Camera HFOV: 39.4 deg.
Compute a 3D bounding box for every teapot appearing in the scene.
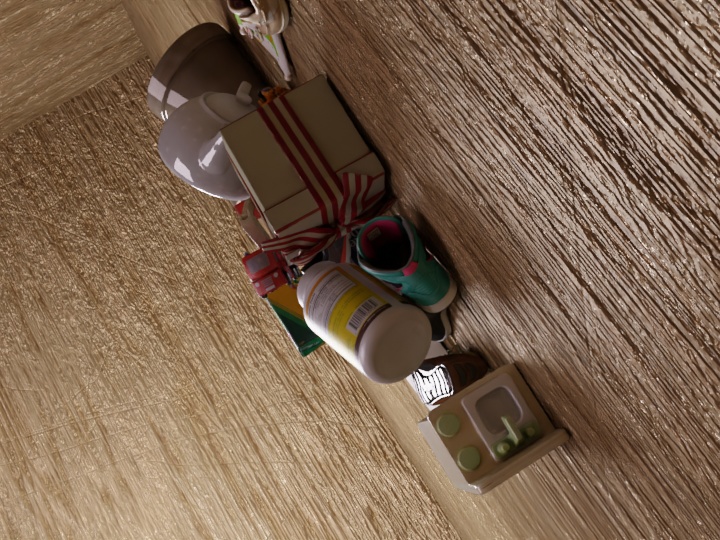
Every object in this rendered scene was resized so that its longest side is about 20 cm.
[{"bbox_3d":[-0.213,-0.217,1.588,0.200,0.146,0.197,44,-155,30],"label":"teapot"}]

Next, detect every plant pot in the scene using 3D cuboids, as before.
[{"bbox_3d":[-0.249,-0.308,1.787,0.173,0.200,0.200,40,168,12],"label":"plant pot"}]

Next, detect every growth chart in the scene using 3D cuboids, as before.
[{"bbox_3d":[-0.156,-0.370,1.493,0.200,0.018,0.145,51,168,41],"label":"growth chart"}]

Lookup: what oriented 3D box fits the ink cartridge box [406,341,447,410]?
[{"bbox_3d":[0.128,0.181,1.616,0.200,0.067,0.117,51,169,40],"label":"ink cartridge box"}]

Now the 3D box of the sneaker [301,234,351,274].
[{"bbox_3d":[-0.057,-0.083,1.484,0.077,0.082,0.201,6,99,48],"label":"sneaker"}]

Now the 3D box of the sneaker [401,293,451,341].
[{"bbox_3d":[0.074,0.075,1.442,0.071,0.099,0.200,54,172,20],"label":"sneaker"}]

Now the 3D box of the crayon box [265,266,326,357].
[{"bbox_3d":[-0.046,0.039,1.685,0.119,0.199,0.058,55,173,21],"label":"crayon box"}]

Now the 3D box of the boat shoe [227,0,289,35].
[{"bbox_3d":[-0.136,-0.347,1.255,0.074,0.069,0.200,57,172,12],"label":"boat shoe"}]

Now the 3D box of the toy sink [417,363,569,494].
[{"bbox_3d":[0.158,0.196,1.261,0.112,0.130,0.200,58,173,6],"label":"toy sink"}]

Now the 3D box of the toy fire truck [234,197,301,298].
[{"bbox_3d":[-0.141,-0.041,1.452,0.142,0.049,0.200,62,-173,-3],"label":"toy fire truck"}]

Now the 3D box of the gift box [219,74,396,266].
[{"bbox_3d":[-0.074,-0.120,1.324,0.187,0.184,0.200,59,179,12],"label":"gift box"}]

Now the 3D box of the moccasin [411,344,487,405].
[{"bbox_3d":[0.127,0.149,1.456,0.201,0.077,0.074,131,120,-69],"label":"moccasin"}]

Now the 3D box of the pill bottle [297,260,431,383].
[{"bbox_3d":[-0.003,0.060,1.323,0.200,0.109,0.110,36,158,49],"label":"pill bottle"}]

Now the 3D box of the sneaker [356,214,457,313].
[{"bbox_3d":[0.031,-0.028,1.291,0.121,0.084,0.200,46,175,-40],"label":"sneaker"}]

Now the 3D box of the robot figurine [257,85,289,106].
[{"bbox_3d":[-0.096,-0.207,1.588,0.201,0.058,0.145,62,171,-28],"label":"robot figurine"}]

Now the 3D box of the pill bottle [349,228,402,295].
[{"bbox_3d":[0.000,0.000,1.572,0.200,0.111,0.111,53,171,35],"label":"pill bottle"}]

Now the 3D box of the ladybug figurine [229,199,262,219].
[{"bbox_3d":[-0.168,-0.179,1.822,0.135,0.201,0.072,22,138,-3],"label":"ladybug figurine"}]
